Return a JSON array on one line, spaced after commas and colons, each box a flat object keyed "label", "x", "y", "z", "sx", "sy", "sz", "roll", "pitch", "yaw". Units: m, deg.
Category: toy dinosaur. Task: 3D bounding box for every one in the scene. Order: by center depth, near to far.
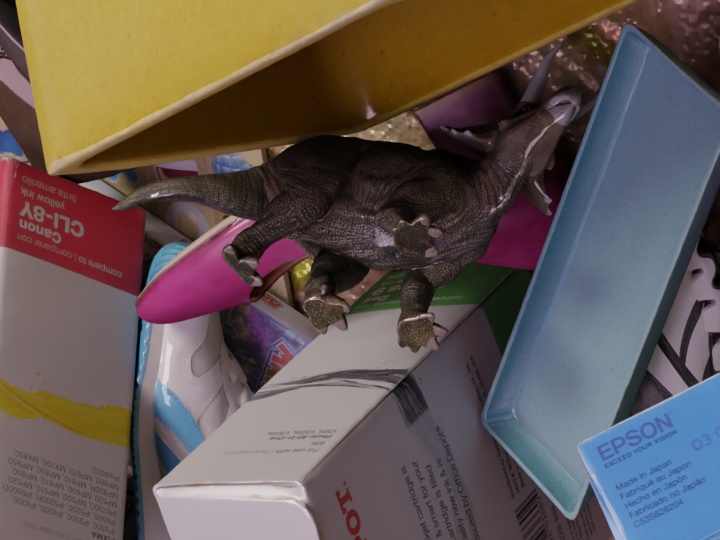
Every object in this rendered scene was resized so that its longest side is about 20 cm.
[{"label": "toy dinosaur", "x": 0.002, "y": -0.023, "z": 1.101, "sx": 0.200, "sy": 0.102, "sz": 0.077, "roll": -7, "pitch": 121, "yaw": 22}]

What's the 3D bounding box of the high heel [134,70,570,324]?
[{"label": "high heel", "x": 0.000, "y": 0.000, "z": 1.169, "sx": 0.200, "sy": 0.067, "sz": 0.096, "roll": -29, "pitch": 90, "yaw": 20}]

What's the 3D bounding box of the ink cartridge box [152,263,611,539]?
[{"label": "ink cartridge box", "x": 0.014, "y": 0.104, "z": 1.164, "sx": 0.084, "sy": 0.200, "sz": 0.146, "roll": -4, "pitch": 114, "yaw": 35}]

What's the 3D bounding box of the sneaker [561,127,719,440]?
[{"label": "sneaker", "x": 0.118, "y": 0.034, "z": 1.127, "sx": 0.090, "sy": 0.066, "sz": 0.200, "roll": -22, "pitch": 107, "yaw": 5}]

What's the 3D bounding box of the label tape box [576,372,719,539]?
[{"label": "label tape box", "x": 0.180, "y": 0.099, "z": 1.075, "sx": 0.144, "sy": 0.200, "sz": 0.063, "roll": -27, "pitch": 60, "yaw": 4}]

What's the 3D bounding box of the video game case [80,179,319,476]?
[{"label": "video game case", "x": -0.086, "y": 0.052, "z": 1.312, "sx": 0.200, "sy": 0.018, "sz": 0.143, "roll": 33, "pitch": 129, "yaw": 12}]

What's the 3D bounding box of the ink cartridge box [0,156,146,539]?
[{"label": "ink cartridge box", "x": -0.177, "y": 0.071, "z": 1.234, "sx": 0.083, "sy": 0.200, "sz": 0.145, "roll": 23, "pitch": 146, "yaw": -36}]

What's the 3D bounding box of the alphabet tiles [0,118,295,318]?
[{"label": "alphabet tiles", "x": -0.112, "y": -0.040, "z": 1.291, "sx": 0.166, "sy": 0.006, "sz": 0.200, "roll": 7, "pitch": 120, "yaw": 30}]

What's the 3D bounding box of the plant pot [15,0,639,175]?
[{"label": "plant pot", "x": -0.025, "y": -0.168, "z": 1.042, "sx": 0.194, "sy": 0.195, "sz": 0.200, "roll": -23, "pitch": 83, "yaw": 39}]

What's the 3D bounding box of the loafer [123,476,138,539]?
[{"label": "loafer", "x": -0.147, "y": 0.171, "z": 1.385, "sx": 0.072, "sy": 0.063, "sz": 0.200, "roll": 42, "pitch": 139, "yaw": 2}]

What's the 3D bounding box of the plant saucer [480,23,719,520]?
[{"label": "plant saucer", "x": 0.100, "y": 0.002, "z": 1.078, "sx": 0.070, "sy": 0.019, "sz": 0.200, "roll": 48, "pitch": 133, "yaw": 38}]

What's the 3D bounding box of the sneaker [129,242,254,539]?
[{"label": "sneaker", "x": -0.068, "y": 0.082, "z": 1.264, "sx": 0.081, "sy": 0.077, "sz": 0.200, "roll": -4, "pitch": 107, "yaw": -5}]

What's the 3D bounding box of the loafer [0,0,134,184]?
[{"label": "loafer", "x": -0.174, "y": -0.117, "z": 1.232, "sx": 0.071, "sy": 0.073, "sz": 0.200, "roll": -36, "pitch": 88, "yaw": 36}]
